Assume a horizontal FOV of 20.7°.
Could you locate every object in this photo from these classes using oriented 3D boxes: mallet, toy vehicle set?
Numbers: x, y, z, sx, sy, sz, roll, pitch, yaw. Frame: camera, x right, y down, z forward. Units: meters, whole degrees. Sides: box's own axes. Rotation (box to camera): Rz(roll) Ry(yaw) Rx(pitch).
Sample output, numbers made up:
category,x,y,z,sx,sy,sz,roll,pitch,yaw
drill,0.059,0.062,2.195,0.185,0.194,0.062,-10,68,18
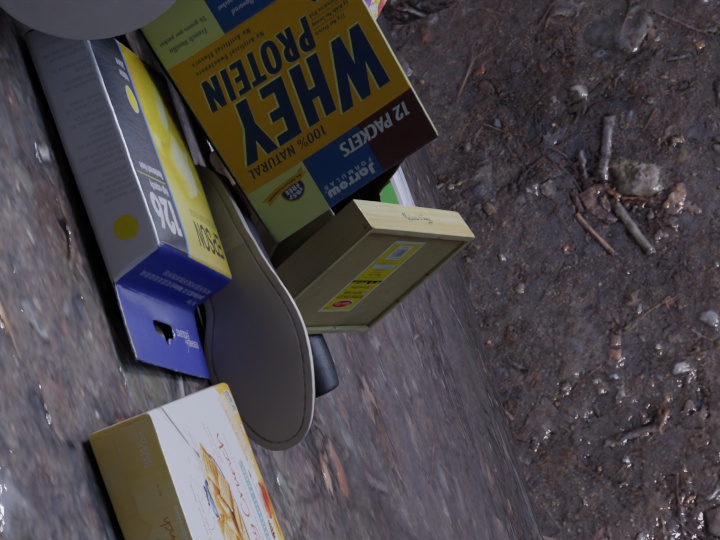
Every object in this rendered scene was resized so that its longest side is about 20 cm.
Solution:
category,x,y,z,sx,sy,sz,roll,pitch,yaw
mallet,-0.059,0.070,1.476,0.200,0.041,0.066,-9,78,-79
toy vehicle set,0.000,0.000,1.501,0.027,0.124,0.200,54,19,16

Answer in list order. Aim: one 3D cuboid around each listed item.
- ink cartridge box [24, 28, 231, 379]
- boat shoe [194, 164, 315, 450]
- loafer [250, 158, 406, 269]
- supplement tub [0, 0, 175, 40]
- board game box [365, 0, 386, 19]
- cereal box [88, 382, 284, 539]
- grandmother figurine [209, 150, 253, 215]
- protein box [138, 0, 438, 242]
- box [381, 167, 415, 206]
category,x,y,z,sx,sy,sz,roll,pitch,yaw
ink cartridge box,-0.128,-0.040,1.201,0.198,0.047,0.202,37,30,-80
boat shoe,-0.075,0.025,1.318,0.201,0.072,0.063,67,9,12
loafer,-0.027,-0.045,1.484,0.075,0.201,0.068,0,37,-42
supplement tub,-0.157,-0.235,1.104,0.201,0.143,0.145,-103,170,-49
board game box,-0.072,-0.272,1.526,0.104,0.198,0.105,-63,159,-23
cereal box,-0.082,0.139,1.061,0.200,0.039,0.145,-15,85,-83
grandmother figurine,-0.089,-0.078,1.582,0.121,0.060,0.202,-13,85,-56
protein box,-0.075,-0.167,1.354,0.201,0.134,0.199,58,-2,-31
box,-0.005,-0.092,2.101,0.177,0.096,0.202,-88,158,-78
